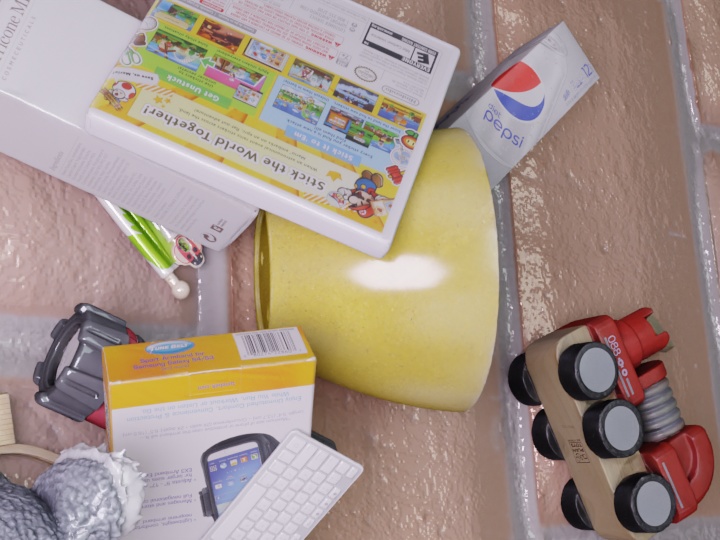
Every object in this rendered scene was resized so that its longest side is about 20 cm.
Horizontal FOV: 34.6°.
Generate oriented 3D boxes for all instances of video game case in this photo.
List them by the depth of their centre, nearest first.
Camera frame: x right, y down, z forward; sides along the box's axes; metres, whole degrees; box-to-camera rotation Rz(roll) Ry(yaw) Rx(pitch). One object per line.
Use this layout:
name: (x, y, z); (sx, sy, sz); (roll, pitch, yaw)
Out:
video game case: (-0.049, -0.117, 0.746); (0.199, 0.023, 0.183); (23, 54, -3)

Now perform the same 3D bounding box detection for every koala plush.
koala plush: (-0.205, 0.154, 0.575); (0.177, 0.199, 0.185); (-42, 111, -36)

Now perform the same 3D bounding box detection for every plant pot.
plant pot: (0.000, 0.000, 0.810); (0.141, 0.200, 0.202); (0, 75, -12)

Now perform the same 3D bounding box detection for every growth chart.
growth chart: (-0.122, -0.094, 0.840); (0.145, 0.018, 0.200); (48, 54, -14)

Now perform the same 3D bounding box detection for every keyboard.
keyboard: (-0.080, 0.179, 0.706); (0.056, 0.200, 0.011); (30, 17, -32)

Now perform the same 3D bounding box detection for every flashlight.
flashlight: (-0.104, 0.091, 0.731); (0.199, 0.067, 0.068); (29, 70, -28)

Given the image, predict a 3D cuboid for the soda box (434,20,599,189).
soda box: (0.123, -0.134, 0.999); (0.064, 0.068, 0.200); (53, 54, -10)

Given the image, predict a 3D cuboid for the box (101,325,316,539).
box: (-0.092, 0.130, 0.701); (0.118, 0.201, 0.042); (-5, 35, -17)

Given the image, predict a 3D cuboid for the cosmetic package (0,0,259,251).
cosmetic package: (-0.155, -0.105, 0.762); (0.199, 0.074, 0.102); (25, 58, -19)

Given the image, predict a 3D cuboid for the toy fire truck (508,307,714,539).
toy fire truck: (0.240, 0.112, 0.993); (0.199, 0.128, 0.177); (-25, 92, -28)

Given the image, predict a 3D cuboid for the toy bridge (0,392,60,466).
toy bridge: (-0.147, 0.102, 0.757); (0.199, 0.027, 0.068); (-5, 82, -37)
